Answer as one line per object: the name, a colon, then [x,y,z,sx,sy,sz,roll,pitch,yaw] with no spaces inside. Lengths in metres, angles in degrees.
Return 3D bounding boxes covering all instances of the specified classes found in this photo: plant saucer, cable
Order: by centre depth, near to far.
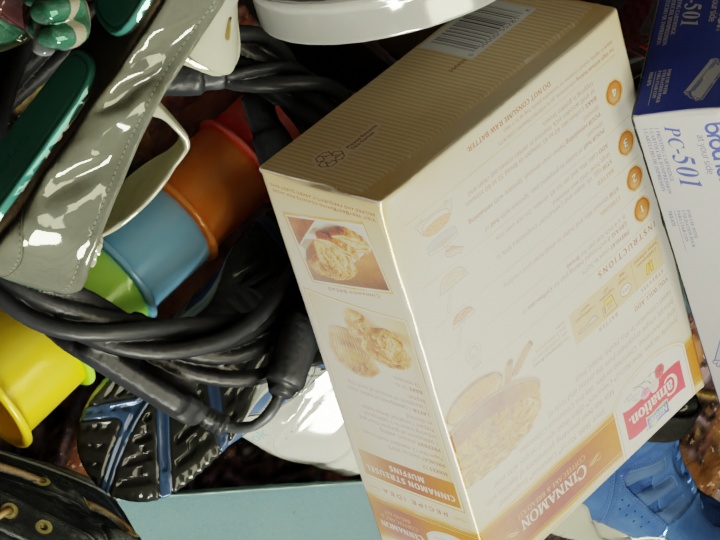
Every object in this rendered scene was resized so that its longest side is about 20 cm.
cable: [-0.084,-0.037,1.121,0.200,0.051,0.164,34,79,-16]
plant saucer: [-0.065,0.132,1.277,0.199,0.019,0.070,-2,112,-28]

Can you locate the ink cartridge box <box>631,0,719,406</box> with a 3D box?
ink cartridge box: [0.170,-0.024,1.202,0.094,0.044,0.200,-72,149,-43]

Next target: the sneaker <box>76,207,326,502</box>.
sneaker: [-0.047,0.023,1.204,0.200,0.077,0.076,-36,93,-6]

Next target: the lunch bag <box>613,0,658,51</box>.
lunch bag: [0.214,-0.111,1.356,0.170,0.127,0.200,-54,142,0]

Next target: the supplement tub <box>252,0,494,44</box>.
supplement tub: [-0.007,-0.206,1.069,0.144,0.144,0.201,-29,118,-28]

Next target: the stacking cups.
stacking cups: [-0.098,-0.013,1.180,0.200,0.060,0.061,-46,135,-21]

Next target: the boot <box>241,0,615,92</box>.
boot: [0.051,-0.166,1.225,0.186,0.064,0.201,34,73,-24]

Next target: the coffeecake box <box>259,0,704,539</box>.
coffeecake box: [0.058,0.006,1.151,0.153,0.073,0.201,-39,128,-31]

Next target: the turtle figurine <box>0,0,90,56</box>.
turtle figurine: [-0.150,-0.117,1.027,0.200,0.150,0.101,-54,154,5]

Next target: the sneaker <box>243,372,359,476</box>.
sneaker: [0.000,0.000,1.263,0.088,0.075,0.201,16,101,-33]

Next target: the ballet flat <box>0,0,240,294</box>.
ballet flat: [-0.084,-0.079,1.045,0.064,0.067,0.200,27,103,-28]

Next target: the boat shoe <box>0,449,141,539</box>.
boat shoe: [-0.169,0.107,1.135,0.200,0.091,0.071,15,100,-37]

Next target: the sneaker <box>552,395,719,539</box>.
sneaker: [0.160,0.096,1.446,0.200,0.077,0.111,22,105,-39]

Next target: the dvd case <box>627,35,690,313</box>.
dvd case: [0.184,-0.070,1.263,0.200,0.022,0.146,-35,130,-16]

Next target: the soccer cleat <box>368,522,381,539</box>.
soccer cleat: [0.055,0.059,1.350,0.081,0.068,0.200,43,93,-9]
